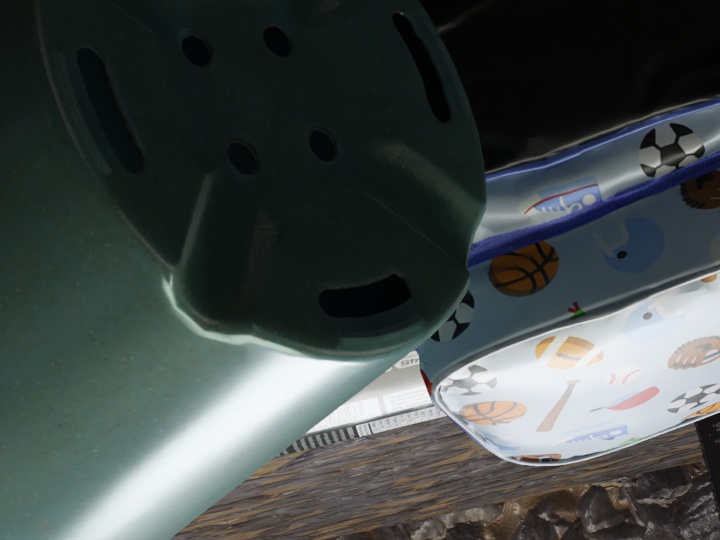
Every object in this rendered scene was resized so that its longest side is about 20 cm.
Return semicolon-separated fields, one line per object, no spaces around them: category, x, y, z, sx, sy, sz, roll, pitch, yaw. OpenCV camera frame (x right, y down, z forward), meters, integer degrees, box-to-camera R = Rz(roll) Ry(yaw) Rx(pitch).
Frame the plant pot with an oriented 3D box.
plant pot;-0.082;-0.006;0.784;0.200;0.201;0.196;-3;159;-46

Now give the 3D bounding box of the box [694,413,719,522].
box;0.202;0.012;1.204;0.122;0.201;0.106;-18;169;30

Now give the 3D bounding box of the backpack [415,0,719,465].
backpack;0.081;-0.026;0.928;0.199;0.155;0.190;-16;166;11

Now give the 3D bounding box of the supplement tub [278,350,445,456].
supplement tub;0.000;0.000;1.088;0.199;0.123;0.123;-14;170;1
